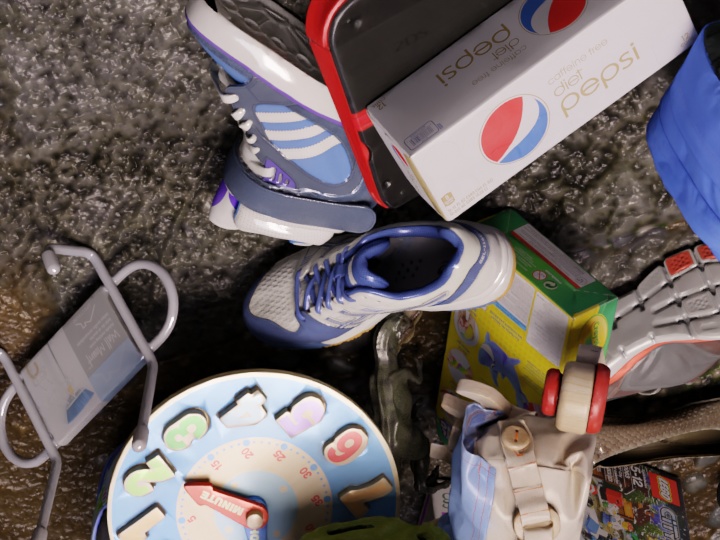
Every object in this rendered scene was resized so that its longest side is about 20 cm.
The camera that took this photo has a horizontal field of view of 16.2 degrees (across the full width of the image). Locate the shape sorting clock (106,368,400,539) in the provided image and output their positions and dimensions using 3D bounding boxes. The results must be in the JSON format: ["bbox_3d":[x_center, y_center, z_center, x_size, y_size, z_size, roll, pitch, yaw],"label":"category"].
[{"bbox_3d":[-0.071,0.161,1.707,0.200,0.039,0.200,-2,113,-4],"label":"shape sorting clock"}]

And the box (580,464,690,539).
[{"bbox_3d":[0.179,0.216,1.839,0.136,0.200,0.038,20,130,-20],"label":"box"}]

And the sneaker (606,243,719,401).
[{"bbox_3d":[0.228,0.042,1.795,0.200,0.077,0.082,-20,146,20],"label":"sneaker"}]

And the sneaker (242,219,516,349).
[{"bbox_3d":[0.000,0.000,1.697,0.200,0.075,0.088,-16,164,22],"label":"sneaker"}]

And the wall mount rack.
[{"bbox_3d":[-0.198,0.086,1.721,0.075,0.174,0.200,5,137,-51],"label":"wall mount rack"}]

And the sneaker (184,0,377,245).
[{"bbox_3d":[-0.068,-0.086,1.643,0.200,0.081,0.146,30,117,-33],"label":"sneaker"}]

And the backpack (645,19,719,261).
[{"bbox_3d":[0.283,-0.065,1.601,0.200,0.163,0.168,-1,135,-35],"label":"backpack"}]

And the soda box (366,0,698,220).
[{"bbox_3d":[0.108,-0.122,1.576,0.200,0.064,0.068,-36,134,-3],"label":"soda box"}]

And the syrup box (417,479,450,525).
[{"bbox_3d":[0.090,0.250,1.860,0.079,0.200,0.082,6,130,-10],"label":"syrup box"}]

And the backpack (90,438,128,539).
[{"bbox_3d":[-0.092,0.188,1.820,0.200,0.147,0.183,-4,116,-4],"label":"backpack"}]

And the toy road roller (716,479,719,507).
[{"bbox_3d":[0.373,0.196,1.874,0.200,0.146,0.123,-31,126,20],"label":"toy road roller"}]

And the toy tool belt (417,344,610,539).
[{"bbox_3d":[0.091,0.134,1.682,0.123,0.125,0.200,10,129,4],"label":"toy tool belt"}]

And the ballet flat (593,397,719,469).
[{"bbox_3d":[0.225,0.126,1.850,0.200,0.046,0.067,-2,147,-15],"label":"ballet flat"}]

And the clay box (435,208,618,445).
[{"bbox_3d":[0.112,0.070,1.767,0.048,0.115,0.200,-24,139,-31],"label":"clay box"}]

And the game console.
[{"bbox_3d":[0.071,-0.149,1.598,0.200,0.031,0.177,-30,134,-9],"label":"game console"}]

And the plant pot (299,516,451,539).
[{"bbox_3d":[0.013,0.271,1.671,0.200,0.200,0.190,-8,107,2],"label":"plant pot"}]

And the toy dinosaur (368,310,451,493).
[{"bbox_3d":[0.030,0.120,1.800,0.047,0.200,0.088,-4,170,19],"label":"toy dinosaur"}]
